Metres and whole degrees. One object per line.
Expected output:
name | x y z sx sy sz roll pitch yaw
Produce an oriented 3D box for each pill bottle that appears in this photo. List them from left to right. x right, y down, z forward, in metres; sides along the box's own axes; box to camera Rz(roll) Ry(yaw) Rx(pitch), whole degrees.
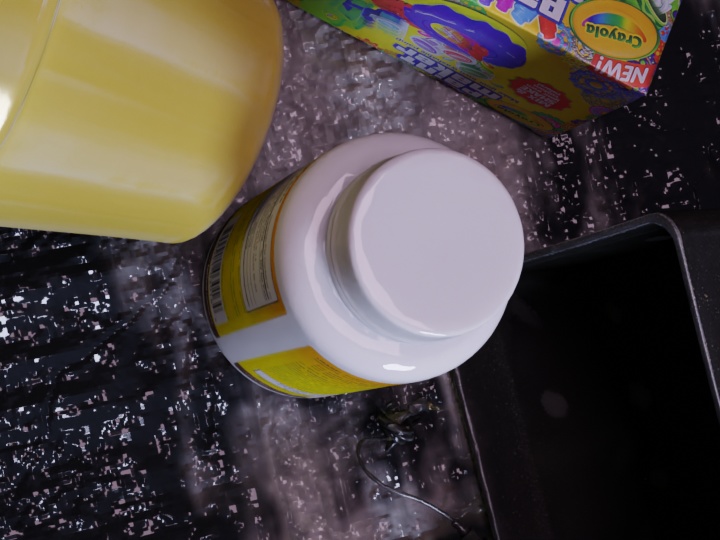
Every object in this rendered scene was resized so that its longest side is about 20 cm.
pill bottle | 0.000 0.000 0.767 0.109 0.200 0.110 2 83 -19

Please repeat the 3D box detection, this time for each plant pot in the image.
plant pot | -0.145 -0.098 0.745 0.188 0.200 0.202 19 77 -32
plant pot | 0.179 0.068 0.835 0.177 0.199 0.201 -14 88 -31

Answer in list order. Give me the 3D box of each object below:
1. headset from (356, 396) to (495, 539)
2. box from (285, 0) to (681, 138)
headset | 0.039 0.165 0.828 0.123 0.094 0.201 -14 94 2
box | 0.069 -0.204 0.859 0.199 0.122 0.194 25 77 -14
